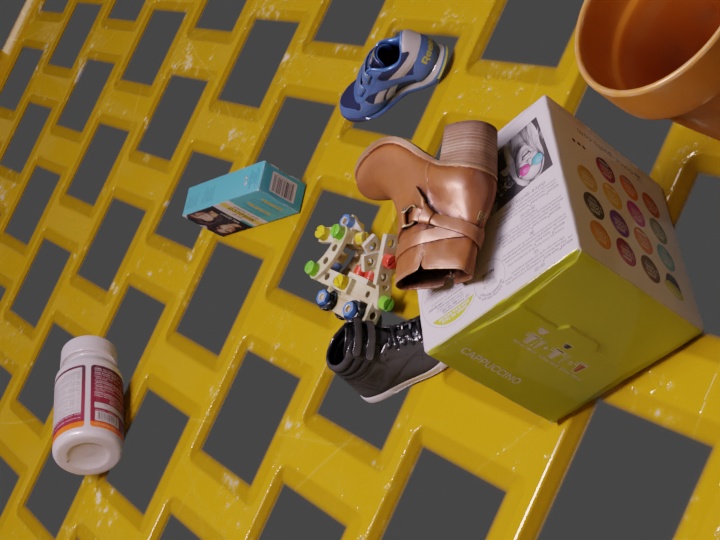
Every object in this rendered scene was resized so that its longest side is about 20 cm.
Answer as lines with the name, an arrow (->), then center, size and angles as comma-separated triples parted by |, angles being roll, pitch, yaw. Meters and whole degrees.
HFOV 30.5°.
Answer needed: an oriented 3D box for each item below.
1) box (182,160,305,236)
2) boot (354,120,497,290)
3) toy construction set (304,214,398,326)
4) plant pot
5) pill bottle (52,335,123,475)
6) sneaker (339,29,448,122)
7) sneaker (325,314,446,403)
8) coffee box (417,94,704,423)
box -> -0.176, -0.105, 1.964 | 0.199, 0.082, 0.050 | -14, 57, 48
boot -> 0.051, -0.053, 1.289 | 0.199, 0.073, 0.157 | -16, 58, 52
toy construction set -> 0.000, 0.000, 1.664 | 0.133, 0.091, 0.200 | -64, 23, -3
plant pot -> 0.339, -0.215, 1.270 | 0.199, 0.182, 0.203 | -32, 44, 36
pill bottle -> -0.423, 0.207, 2.053 | 0.109, 0.109, 0.202 | -40, 39, 28
sneaker -> 0.029, -0.272, 1.809 | 0.199, 0.082, 0.075 | -28, 48, 42
sneaker -> 0.040, 0.082, 1.537 | 0.199, 0.099, 0.071 | -36, 40, 32
coffee box -> 0.187, -0.004, 1.311 | 0.199, 0.198, 0.200 | -36, 41, 32
